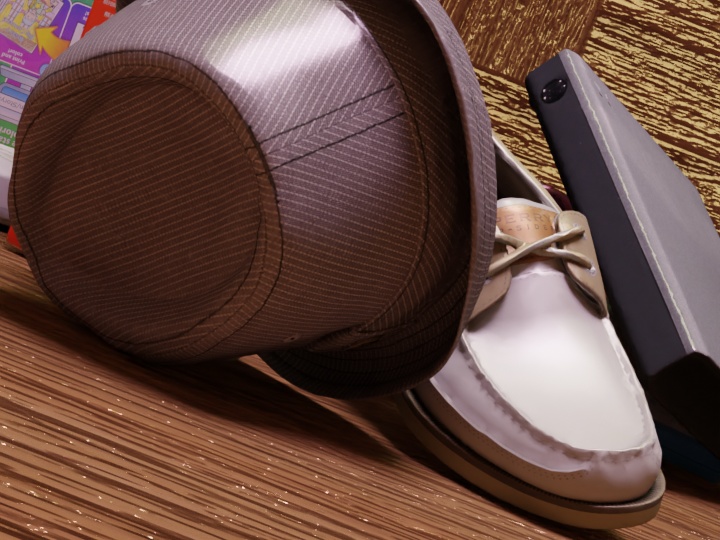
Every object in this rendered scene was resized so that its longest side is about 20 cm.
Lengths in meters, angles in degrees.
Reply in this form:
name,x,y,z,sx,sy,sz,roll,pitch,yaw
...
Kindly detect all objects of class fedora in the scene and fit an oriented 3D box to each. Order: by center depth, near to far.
name,x,y,z,sx,sy,sz,roll,pitch,yaw
fedora,-0.050,-0.029,0.628,0.090,0.177,0.200,-25,12,-37

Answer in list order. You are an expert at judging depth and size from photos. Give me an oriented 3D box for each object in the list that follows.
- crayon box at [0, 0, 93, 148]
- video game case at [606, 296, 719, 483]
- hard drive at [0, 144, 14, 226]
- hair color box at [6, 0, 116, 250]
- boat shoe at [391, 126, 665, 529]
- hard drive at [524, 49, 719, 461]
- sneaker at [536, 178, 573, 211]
name,x,y,z,sx,sy,sz,roll,pitch,yaw
crayon box,-0.178,-0.106,1.065,0.199,0.119,0.058,21,3,-17
video game case,0.110,0.026,0.995,0.199,0.018,0.143,26,30,15
hard drive,-0.198,-0.052,0.869,0.200,0.027,0.132,19,4,-39
hair color box,-0.059,-0.088,0.800,0.061,0.201,0.101,24,4,29
boat shoe,0.045,0.008,0.672,0.074,0.069,0.200,-1,31,-26
hard drive,0.145,0.005,0.912,0.140,0.033,0.200,41,24,-41
sneaker,0.084,-0.015,0.949,0.070,0.082,0.200,12,29,-8
